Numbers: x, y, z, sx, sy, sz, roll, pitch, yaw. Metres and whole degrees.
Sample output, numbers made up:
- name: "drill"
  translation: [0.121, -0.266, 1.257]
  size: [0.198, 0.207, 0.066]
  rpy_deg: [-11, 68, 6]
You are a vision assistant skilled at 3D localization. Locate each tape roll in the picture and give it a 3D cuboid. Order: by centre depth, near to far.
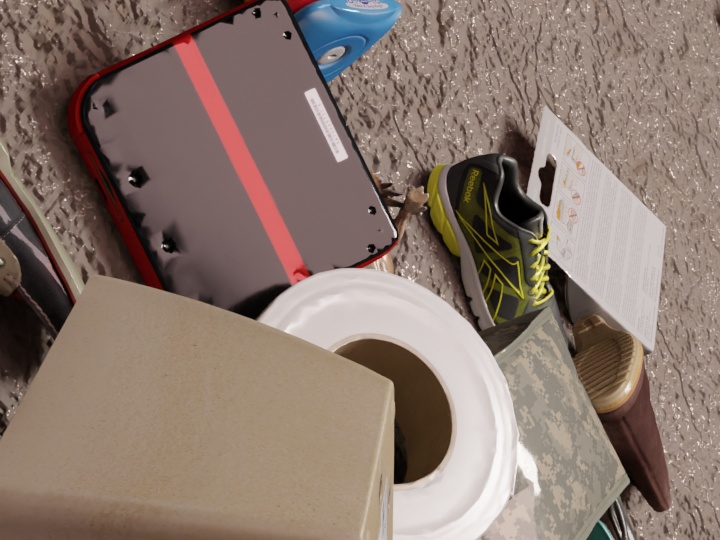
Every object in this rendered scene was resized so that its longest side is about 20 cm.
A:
- name: "tape roll"
  translation: [0.002, 0.103, 0.968]
  size: [0.201, 0.071, 0.204]
  rpy_deg: [13, 58, -22]

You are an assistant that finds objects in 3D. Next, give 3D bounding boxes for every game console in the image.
- name: "game console"
  translation: [-0.087, -0.067, 1.020]
  size: [0.176, 0.031, 0.201]
  rpy_deg: [-28, 95, -20]

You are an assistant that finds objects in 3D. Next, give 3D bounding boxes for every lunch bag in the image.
- name: "lunch bag"
  translation: [0.101, 0.145, 1.135]
  size: [0.200, 0.117, 0.165]
  rpy_deg: [-33, 99, -56]

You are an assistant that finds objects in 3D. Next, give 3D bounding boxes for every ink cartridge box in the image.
- name: "ink cartridge box"
  translation: [0.210, -0.032, 1.410]
  size: [0.200, 0.050, 0.162]
  rpy_deg: [38, 47, -26]

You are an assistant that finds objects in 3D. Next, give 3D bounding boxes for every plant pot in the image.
- name: "plant pot"
  translation: [-0.075, 0.141, 0.784]
  size: [0.201, 0.175, 0.201]
  rpy_deg: [-74, 166, -58]

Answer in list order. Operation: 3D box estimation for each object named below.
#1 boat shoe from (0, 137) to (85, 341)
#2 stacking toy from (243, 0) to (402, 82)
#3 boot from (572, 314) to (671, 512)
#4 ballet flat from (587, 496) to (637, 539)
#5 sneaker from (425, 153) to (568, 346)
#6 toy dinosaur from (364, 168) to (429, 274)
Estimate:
- name: "boat shoe"
  translation: [-0.218, -0.023, 0.891]
  size: [0.062, 0.071, 0.201]
  rpy_deg: [-31, 102, -9]
- name: "stacking toy"
  translation: [-0.063, -0.250, 1.165]
  size: [0.116, 0.110, 0.201]
  rpy_deg: [-10, 69, -48]
- name: "boot"
  translation: [0.237, 0.135, 1.292]
  size: [0.167, 0.072, 0.200]
  rpy_deg: [63, 11, -11]
- name: "ballet flat"
  translation: [0.191, 0.196, 1.260]
  size: [0.068, 0.068, 0.202]
  rpy_deg: [-25, 94, -63]
- name: "sneaker"
  translation: [0.130, -0.008, 1.269]
  size: [0.201, 0.084, 0.074]
  rpy_deg: [59, 40, -10]
- name: "toy dinosaur"
  translation: [0.000, 0.000, 1.126]
  size: [0.085, 0.136, 0.202]
  rpy_deg: [0, 93, -6]
